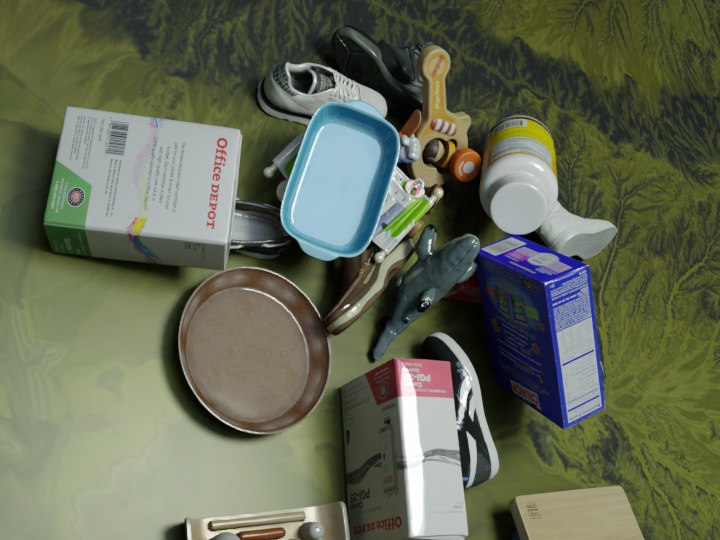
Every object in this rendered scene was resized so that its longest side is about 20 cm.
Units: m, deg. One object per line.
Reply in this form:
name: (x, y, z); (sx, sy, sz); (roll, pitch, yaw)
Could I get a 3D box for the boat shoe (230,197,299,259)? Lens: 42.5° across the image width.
boat shoe: (-0.169, -0.056, 1.118); (0.197, 0.060, 0.075); (12, 66, -28)

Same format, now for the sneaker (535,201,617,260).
sneaker: (0.316, -0.078, 1.426); (0.116, 0.074, 0.199); (49, 25, 25)

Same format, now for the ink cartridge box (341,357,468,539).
ink cartridge box: (0.048, 0.220, 1.091); (0.082, 0.146, 0.204); (7, 67, -28)

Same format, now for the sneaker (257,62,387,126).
sneaker: (-0.039, -0.237, 1.262); (0.197, 0.080, 0.078); (2, 68, -33)

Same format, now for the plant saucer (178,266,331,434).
plant saucer: (-0.128, 0.096, 1.100); (0.197, 0.034, 0.204); (14, 64, -29)

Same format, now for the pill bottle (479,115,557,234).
pill bottle: (0.223, -0.133, 1.307); (0.109, 0.109, 0.201); (38, 30, -14)

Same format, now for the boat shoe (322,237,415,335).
boat shoe: (-0.003, 0.003, 1.196); (0.075, 0.075, 0.203); (45, 41, -4)

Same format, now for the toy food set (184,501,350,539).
toy food set: (-0.096, 0.334, 1.008); (0.197, 0.060, 0.146); (3, 69, -31)

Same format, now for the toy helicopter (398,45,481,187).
toy helicopter: (0.095, -0.211, 1.293); (0.130, 0.079, 0.203); (-15, 121, -18)

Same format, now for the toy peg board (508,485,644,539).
toy peg board: (0.284, 0.404, 1.217); (0.197, 0.098, 0.202); (4, 54, -32)

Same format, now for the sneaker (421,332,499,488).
sneaker: (0.101, 0.186, 1.184); (0.111, 0.073, 0.203); (-15, 81, -37)

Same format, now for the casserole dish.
casserole dish: (-0.026, -0.109, 1.133); (0.119, 0.039, 0.203); (19, 80, -8)

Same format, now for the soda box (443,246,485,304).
soda box: (0.210, 0.013, 1.325); (0.197, 0.070, 0.065); (7, 70, -30)

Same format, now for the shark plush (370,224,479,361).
shark plush: (0.073, 0.025, 1.182); (0.199, 0.083, 0.091); (-40, 108, 4)

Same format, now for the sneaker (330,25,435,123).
sneaker: (0.045, -0.304, 1.346); (0.198, 0.076, 0.116); (32, 55, -22)

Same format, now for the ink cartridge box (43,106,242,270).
ink cartridge box: (-0.238, -0.089, 1.037); (0.196, 0.084, 0.147); (6, 66, -8)

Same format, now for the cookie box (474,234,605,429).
cookie box: (0.231, 0.076, 1.204); (0.074, 0.171, 0.203); (-19, 112, -19)

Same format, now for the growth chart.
growth chart: (-0.012, -0.105, 1.169); (0.199, 0.018, 0.145); (39, 83, -4)

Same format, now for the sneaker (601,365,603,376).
sneaker: (0.286, 0.075, 1.315); (0.073, 0.088, 0.203); (-16, 108, 0)

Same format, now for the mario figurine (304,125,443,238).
mario figurine: (0.009, -0.129, 1.207); (0.198, 0.107, 0.124); (33, 38, 1)
